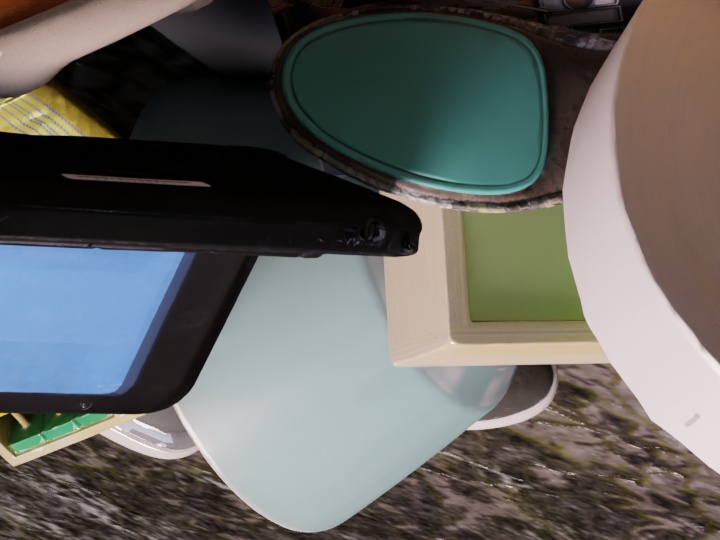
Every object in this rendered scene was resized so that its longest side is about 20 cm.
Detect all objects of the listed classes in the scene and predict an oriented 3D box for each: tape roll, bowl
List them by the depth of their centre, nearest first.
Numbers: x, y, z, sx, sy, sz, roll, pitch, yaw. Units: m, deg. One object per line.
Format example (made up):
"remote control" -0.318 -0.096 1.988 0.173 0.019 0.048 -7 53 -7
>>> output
"tape roll" 0.168 -0.024 0.857 0.202 0.203 0.071 19 160 -3
"bowl" 0.000 0.000 1.115 0.105 0.201 0.201 -18 145 26

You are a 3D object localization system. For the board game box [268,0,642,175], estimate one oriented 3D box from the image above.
"board game box" 0.038 -0.099 0.941 0.135 0.035 0.200 -5 153 7

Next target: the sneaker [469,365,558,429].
"sneaker" 0.007 0.020 1.291 0.200 0.071 0.099 23 165 -3

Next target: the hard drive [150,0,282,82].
"hard drive" -0.064 -0.134 1.005 0.140 0.033 0.200 -3 151 43

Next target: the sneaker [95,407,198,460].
"sneaker" -0.127 0.002 1.294 0.200 0.084 0.121 46 154 -5

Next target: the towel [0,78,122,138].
"towel" -0.137 -0.018 1.140 0.144 0.023 0.200 -23 142 26

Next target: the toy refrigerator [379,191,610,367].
"toy refrigerator" 0.114 -0.006 1.026 0.200 0.076 0.070 0 171 -20

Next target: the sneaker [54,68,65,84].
"sneaker" -0.177 -0.088 1.155 0.075 0.079 0.200 15 161 6

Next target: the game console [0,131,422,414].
"game console" -0.108 0.014 0.902 0.200 0.116 0.176 2 -168 -30

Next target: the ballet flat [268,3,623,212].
"ballet flat" 0.067 -0.051 0.930 0.200 0.072 0.072 3 161 -5

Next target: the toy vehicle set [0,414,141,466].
"toy vehicle set" -0.116 0.013 1.229 0.200 0.027 0.124 -23 129 25

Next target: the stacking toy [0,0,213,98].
"stacking toy" -0.134 -0.157 0.845 0.146 0.146 0.200 -8 109 49
